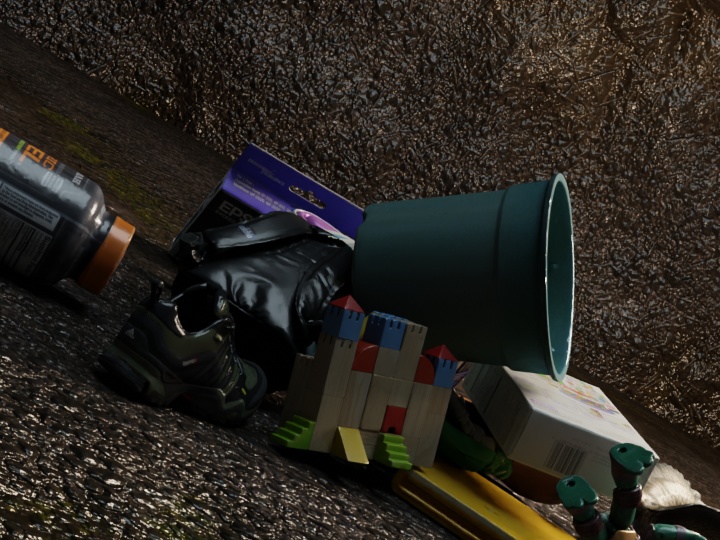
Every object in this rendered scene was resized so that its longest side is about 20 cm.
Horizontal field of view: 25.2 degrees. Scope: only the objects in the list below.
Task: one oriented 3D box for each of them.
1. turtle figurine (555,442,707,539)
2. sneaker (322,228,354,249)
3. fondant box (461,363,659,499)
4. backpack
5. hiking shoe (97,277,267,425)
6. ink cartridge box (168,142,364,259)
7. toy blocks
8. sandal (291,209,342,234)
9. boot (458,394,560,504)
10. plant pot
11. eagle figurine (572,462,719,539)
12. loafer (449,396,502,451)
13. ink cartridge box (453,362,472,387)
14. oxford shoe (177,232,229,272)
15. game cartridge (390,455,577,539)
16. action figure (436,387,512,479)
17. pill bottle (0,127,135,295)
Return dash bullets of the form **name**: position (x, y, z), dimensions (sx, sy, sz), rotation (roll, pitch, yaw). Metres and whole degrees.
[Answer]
- **turtle figurine**: position (0.244, 0.265, 1.495), dimensions (0.100, 0.150, 0.201), rotation (12, -49, 43)
- **sneaker**: position (0.000, 0.000, 1.719), dimensions (0.199, 0.077, 0.081), rotation (21, 17, -10)
- **fondant box**: position (0.195, 0.150, 1.608), dimensions (0.143, 0.059, 0.200), rotation (22, 12, -15)
- **backpack**: position (-0.083, 0.029, 1.577), dimensions (0.167, 0.127, 0.200), rotation (39, 32, 9)
- **hiking shoe**: position (-0.126, 0.065, 1.339), dimensions (0.076, 0.101, 0.200), rotation (35, 7, 29)
- **ink cartridge box**: position (-0.103, -0.038, 1.953), dimensions (0.197, 0.200, 0.044), rotation (29, 43, -16)
- **toy blocks**: position (0.013, 0.098, 1.449), dimensions (0.199, 0.138, 0.100), rotation (14, 1, -40)
- **sandal**: position (0.010, -0.018, 1.798), dimensions (0.202, 0.050, 0.082), rotation (31, 17, 3)
- **boot**: position (0.132, 0.186, 1.765), dimensions (0.200, 0.077, 0.155), rotation (39, 11, 37)
- **plant pot**: position (0.102, 0.008, 1.581), dimensions (0.194, 0.202, 0.200), rotation (-1, -3, 16)
- **eagle figurine**: position (0.327, 0.270, 1.712), dimensions (0.151, 0.198, 0.153), rotation (114, -41, -59)
- **loafer**: position (0.084, 0.154, 1.662), dimensions (0.199, 0.071, 0.068), rotation (16, 44, -24)
- **ink cartridge box**: position (0.081, 0.096, 1.773), dimensions (0.200, 0.093, 0.045), rotation (121, -46, -70)
- **oxford shoe**: position (-0.107, 0.012, 1.804), dimensions (0.198, 0.085, 0.073), rotation (8, 14, 3)
- **game cartridge**: position (0.127, 0.239, 1.545), dimensions (0.176, 0.033, 0.200), rotation (33, 4, 15)
- **action figure**: position (0.069, 0.143, 1.576), dimensions (0.199, 0.055, 0.118), rotation (38, -27, -11)
- **pill bottle**: position (-0.302, -0.056, 1.435), dimensions (0.199, 0.107, 0.106), rotation (30, 6, -11)
